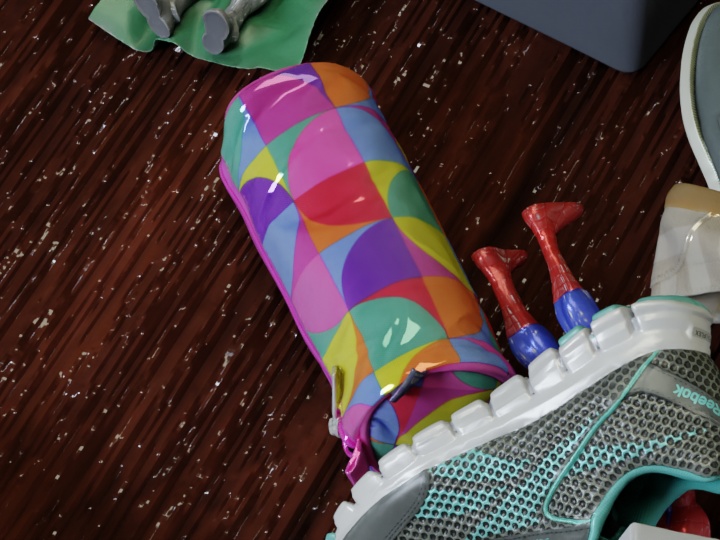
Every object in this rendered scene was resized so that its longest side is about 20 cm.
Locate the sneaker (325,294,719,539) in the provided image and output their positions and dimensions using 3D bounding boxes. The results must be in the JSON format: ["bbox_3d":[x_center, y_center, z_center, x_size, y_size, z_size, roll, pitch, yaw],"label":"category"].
[{"bbox_3d":[0.071,0.095,1.160,0.200,0.078,0.091,-38,61,23],"label":"sneaker"}]

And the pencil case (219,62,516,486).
[{"bbox_3d":[0.000,0.000,1.271,0.088,0.088,0.200,-18,53,-8],"label":"pencil case"}]

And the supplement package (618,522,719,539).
[{"bbox_3d":[0.163,0.189,1.036,0.200,0.156,0.111,12,54,-12],"label":"supplement package"}]

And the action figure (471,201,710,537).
[{"bbox_3d":[0.111,0.069,1.218,0.052,0.065,0.200,4,58,-45],"label":"action figure"}]

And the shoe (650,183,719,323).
[{"bbox_3d":[0.200,0.009,1.165,0.200,0.070,0.053,13,71,45],"label":"shoe"}]

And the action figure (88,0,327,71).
[{"bbox_3d":[-0.037,-0.184,1.428,0.118,0.055,0.200,19,54,21],"label":"action figure"}]

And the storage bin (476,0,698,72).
[{"bbox_3d":[0.092,-0.197,1.372,0.200,0.134,0.146,29,61,22],"label":"storage bin"}]

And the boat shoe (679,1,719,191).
[{"bbox_3d":[0.192,-0.044,1.280,0.073,0.062,0.200,21,52,-34],"label":"boat shoe"}]
